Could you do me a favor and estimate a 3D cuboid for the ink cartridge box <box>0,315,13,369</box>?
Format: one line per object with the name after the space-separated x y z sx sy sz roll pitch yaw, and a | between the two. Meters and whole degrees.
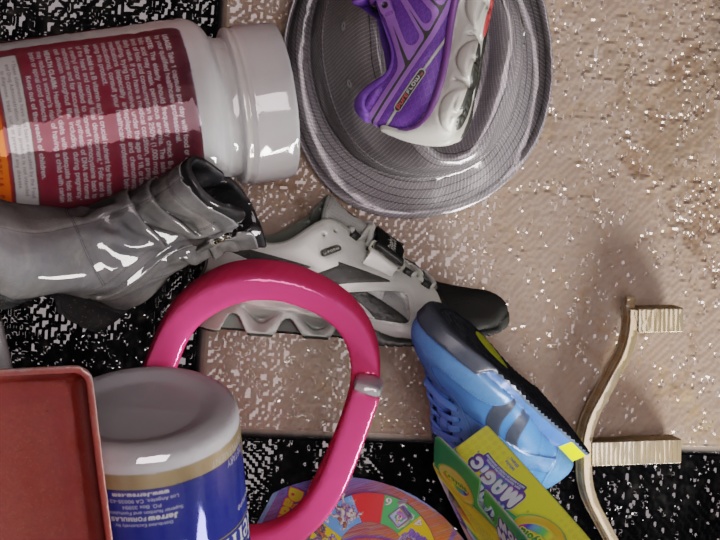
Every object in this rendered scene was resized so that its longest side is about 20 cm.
-0.268 0.134 1.649 0.146 0.083 0.201 -13 98 -10 | ink cartridge box

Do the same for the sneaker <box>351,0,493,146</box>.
0.041 -0.175 1.614 0.083 0.081 0.201 12 77 5 | sneaker

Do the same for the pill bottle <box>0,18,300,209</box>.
-0.143 -0.089 1.643 0.199 0.114 0.115 -8 97 -11 | pill bottle

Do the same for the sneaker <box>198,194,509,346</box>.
0.000 0.000 1.703 0.199 0.074 0.089 5 96 -14 | sneaker

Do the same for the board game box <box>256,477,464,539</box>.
-0.019 0.226 1.701 0.158 0.039 0.200 28 88 13 | board game box

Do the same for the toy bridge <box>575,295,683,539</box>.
0.174 0.116 1.776 0.067 0.027 0.201 -1 95 -11 | toy bridge

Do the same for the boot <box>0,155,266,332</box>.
-0.146 -0.030 1.566 0.131 0.200 0.070 -27 74 19 | boot

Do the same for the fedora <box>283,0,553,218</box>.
0.044 -0.129 1.693 0.176 0.090 0.201 -1 95 -12 | fedora

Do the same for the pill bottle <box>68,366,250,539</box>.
-0.122 0.168 1.639 0.115 0.116 0.201 -9 116 -12 | pill bottle

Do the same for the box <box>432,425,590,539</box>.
0.107 0.178 1.671 0.048 0.117 0.200 -36 143 -7 | box

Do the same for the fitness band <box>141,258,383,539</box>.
-0.068 0.087 1.675 0.143 0.037 0.200 19 115 -5 | fitness band

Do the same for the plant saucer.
-0.238 0.145 1.560 0.199 0.037 0.200 -3 110 4 | plant saucer

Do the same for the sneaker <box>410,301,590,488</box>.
0.071 0.090 1.690 0.078 0.066 0.200 -37 142 6 | sneaker
